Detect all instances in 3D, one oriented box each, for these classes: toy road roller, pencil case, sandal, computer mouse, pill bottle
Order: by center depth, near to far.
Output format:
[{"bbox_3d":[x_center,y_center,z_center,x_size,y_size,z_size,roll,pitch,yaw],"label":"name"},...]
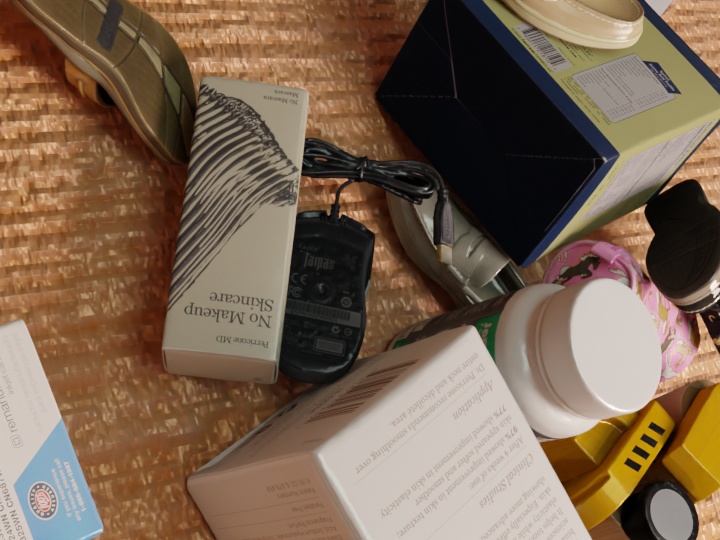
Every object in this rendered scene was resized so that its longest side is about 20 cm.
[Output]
[{"bbox_3d":[-0.179,-0.149,0.829,0.200,0.054,0.081,45,47,-41],"label":"sandal"},{"bbox_3d":[0.116,0.073,0.904,0.113,0.200,0.114,13,68,-35],"label":"pill bottle"},{"bbox_3d":[0.000,0.000,0.917,0.140,0.046,0.201,7,64,-8],"label":"computer mouse"},{"bbox_3d":[0.218,0.147,1.018,0.146,0.123,0.200,48,53,-3],"label":"toy road roller"},{"bbox_3d":[0.224,0.038,1.037,0.200,0.083,0.087,26,61,-55],"label":"pencil case"}]

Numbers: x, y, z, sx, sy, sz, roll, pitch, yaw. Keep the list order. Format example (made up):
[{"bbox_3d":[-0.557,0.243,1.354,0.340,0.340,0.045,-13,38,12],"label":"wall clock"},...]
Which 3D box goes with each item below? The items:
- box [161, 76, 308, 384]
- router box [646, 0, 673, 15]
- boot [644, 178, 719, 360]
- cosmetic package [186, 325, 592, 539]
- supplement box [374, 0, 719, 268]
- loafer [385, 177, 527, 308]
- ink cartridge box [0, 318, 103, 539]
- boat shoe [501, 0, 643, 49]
[{"bbox_3d":[-0.085,-0.028,0.843,0.082,0.068,0.201,6,71,-5],"label":"box"},{"bbox_3d":[0.246,-0.343,1.233,0.200,0.049,0.180,52,52,-14],"label":"router box"},{"bbox_3d":[0.305,0.019,1.033,0.151,0.073,0.200,54,18,-16],"label":"boot"},{"bbox_3d":[0.024,0.175,0.823,0.167,0.166,0.201,-33,97,-39],"label":"cosmetic package"},{"bbox_3d":[0.162,-0.143,1.008,0.199,0.134,0.200,-23,68,-40],"label":"supplement box"},{"bbox_3d":[0.094,-0.006,0.996,0.200,0.070,0.070,53,52,-13],"label":"loafer"},{"bbox_3d":[-0.265,0.125,0.636,0.200,0.125,0.129,-21,90,-41],"label":"ink cartridge box"},{"bbox_3d":[0.136,-0.238,0.931,0.199,0.065,0.072,28,45,-4],"label":"boat shoe"}]
